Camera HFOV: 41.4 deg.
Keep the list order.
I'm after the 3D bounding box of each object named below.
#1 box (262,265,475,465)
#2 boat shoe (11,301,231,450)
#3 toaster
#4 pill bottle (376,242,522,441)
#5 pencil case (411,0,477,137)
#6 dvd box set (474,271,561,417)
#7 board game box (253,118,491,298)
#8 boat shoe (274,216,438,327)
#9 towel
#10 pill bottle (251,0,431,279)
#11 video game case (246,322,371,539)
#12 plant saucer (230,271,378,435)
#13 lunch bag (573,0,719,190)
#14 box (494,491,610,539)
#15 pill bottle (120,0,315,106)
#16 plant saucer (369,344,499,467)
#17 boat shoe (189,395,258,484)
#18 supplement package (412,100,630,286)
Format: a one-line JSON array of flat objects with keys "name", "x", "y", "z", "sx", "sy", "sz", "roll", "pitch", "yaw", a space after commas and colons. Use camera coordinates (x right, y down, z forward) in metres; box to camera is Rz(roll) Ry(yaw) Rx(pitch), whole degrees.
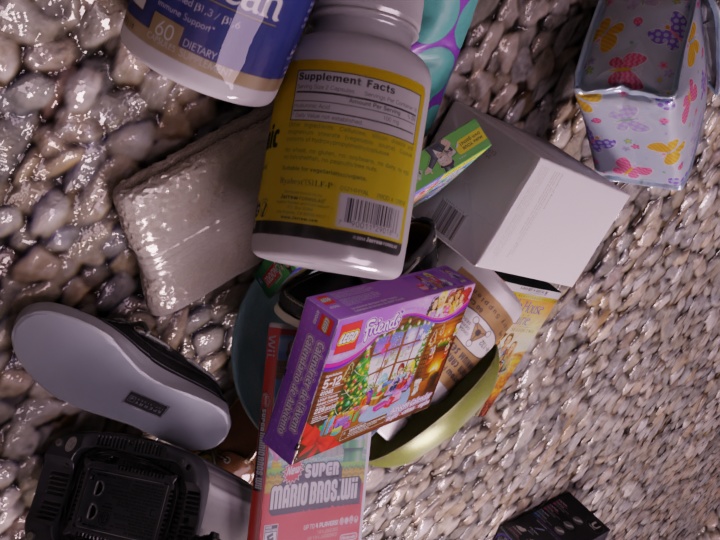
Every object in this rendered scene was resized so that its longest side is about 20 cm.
[{"name": "box", "x": 0.012, "y": 0.076, "z": 0.817, "sx": 0.199, "sy": 0.039, "sz": 0.138, "roll": -12, "pitch": 127, "yaw": -51}, {"name": "boat shoe", "x": -0.188, "y": 0.074, "z": 0.770, "sx": 0.198, "sy": 0.068, "sz": 0.074, "roll": 30, "pitch": 111, "yaw": -30}, {"name": "toaster", "x": -0.172, "y": 0.208, "z": 0.813, "sx": 0.129, "sy": 0.198, "sz": 0.115, "roll": 44, "pitch": 53, "yaw": -60}, {"name": "pill bottle", "x": 0.066, "y": 0.076, "z": 1.006, "sx": 0.200, "sy": 0.114, "sz": 0.114, "roll": -47, "pitch": 144, "yaw": -4}, {"name": "pencil case", "x": 0.044, "y": -0.201, "z": 0.759, "sx": 0.092, "sy": 0.085, "sz": 0.202, "roll": -21, "pitch": 136, "yaw": -53}, {"name": "dvd box set", "x": 0.160, "y": 0.097, "z": 1.198, "sx": 0.146, "sy": 0.029, "sz": 0.201, "roll": 11, "pitch": 114, "yaw": -51}, {"name": "board game box", "x": 0.006, "y": -0.050, "z": 0.814, "sx": 0.199, "sy": 0.029, "sz": 0.135, "roll": -33, "pitch": 179, "yaw": -18}, {"name": "boat shoe", "x": 0.000, "y": 0.000, "z": 0.843, "sx": 0.199, "sy": 0.072, "sz": 0.068, "roll": -22, "pitch": 133, "yaw": -46}, {"name": "towel", "x": -0.101, "y": -0.059, "z": 0.775, "sx": 0.199, "sy": 0.034, "sz": 0.133, "roll": -32, "pitch": 139, "yaw": -24}, {"name": "pill bottle", "x": -0.009, "y": -0.100, "z": 0.676, "sx": 0.111, "sy": 0.110, "sz": 0.202, "roll": 14, "pitch": 84, "yaw": -51}, {"name": "video game case", "x": -0.039, "y": 0.152, "z": 0.846, "sx": 0.142, "sy": 0.017, "sz": 0.202, "roll": 10, "pitch": 84, "yaw": -52}, {"name": "plant saucer", "x": -0.040, "y": 0.072, "z": 0.904, "sx": 0.199, "sy": 0.039, "sz": 0.203, "roll": 0, "pitch": 90, "yaw": -33}, {"name": "lunch bag", "x": 0.306, "y": -0.214, "z": 0.984, "sx": 0.170, "sy": 0.126, "sz": 0.202, "roll": 56, "pitch": 49, "yaw": -54}, {"name": "box", "x": 0.322, "y": 0.490, "z": 1.660, "sx": 0.199, "sy": 0.106, "sz": 0.123, "roll": -12, "pitch": 131, "yaw": -41}, {"name": "pill bottle", "x": -0.069, "y": -0.217, "z": 0.601, "sx": 0.110, "sy": 0.111, "sz": 0.201, "roll": 3, "pitch": 119, "yaw": -48}, {"name": "plant saucer", "x": 0.082, "y": 0.155, "z": 1.059, "sx": 0.200, "sy": 0.031, "sz": 0.200, "roll": -40, "pitch": -175, "yaw": 4}, {"name": "boat shoe", "x": -0.131, "y": 0.189, "z": 0.931, "sx": 0.068, "sy": 0.072, "sz": 0.201, "roll": 7, "pitch": 116, "yaw": -51}, {"name": "supplement package", "x": 0.159, "y": -0.072, "z": 0.968, "sx": 0.199, "sy": 0.121, "sz": 0.120, "roll": 10, "pitch": 115, "yaw": -50}]
